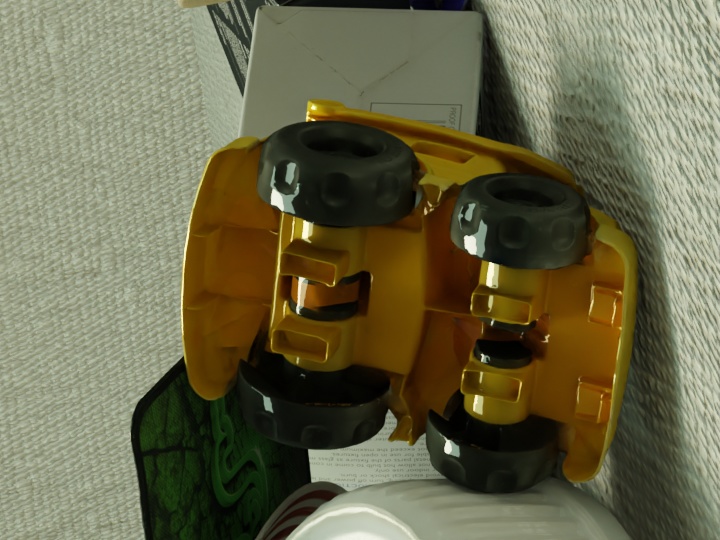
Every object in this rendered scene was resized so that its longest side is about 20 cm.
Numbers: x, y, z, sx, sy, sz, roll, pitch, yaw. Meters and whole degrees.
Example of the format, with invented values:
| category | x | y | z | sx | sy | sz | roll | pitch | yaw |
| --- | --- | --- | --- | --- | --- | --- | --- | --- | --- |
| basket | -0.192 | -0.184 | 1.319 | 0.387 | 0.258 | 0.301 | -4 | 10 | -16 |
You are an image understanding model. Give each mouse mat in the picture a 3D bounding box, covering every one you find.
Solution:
| category | x | y | z | sx | sy | sz | roll | pitch | yaw |
| --- | --- | --- | --- | --- | --- | --- | --- | --- | --- |
| mouse mat | -0.059 | 0.118 | 1.386 | 0.161 | 0.007 | 0.201 | -46 | -43 | -54 |

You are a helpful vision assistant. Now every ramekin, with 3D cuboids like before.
| category | x | y | z | sx | sy | sz | roll | pitch | yaw |
| --- | --- | --- | --- | --- | --- | --- | --- | --- | --- |
| ramekin | 0.031 | 0.184 | 1.300 | 0.200 | 0.105 | 0.202 | -15 | 70 | 49 |

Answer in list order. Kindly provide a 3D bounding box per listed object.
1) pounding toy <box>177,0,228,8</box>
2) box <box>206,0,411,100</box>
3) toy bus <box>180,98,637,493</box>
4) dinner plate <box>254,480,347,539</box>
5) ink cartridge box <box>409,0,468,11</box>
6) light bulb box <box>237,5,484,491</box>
| category | x | y | z | sx | sy | sz | roll | pitch | yaw |
| --- | --- | --- | --- | --- | --- | --- | --- | --- | --- |
| pounding toy | -0.049 | -0.234 | 1.435 | 0.184 | 0.199 | 0.143 | 101 | 156 | -74 |
| box | -0.026 | -0.136 | 1.668 | 0.141 | 0.079 | 0.200 | 53 | 169 | 39 |
| toy bus | 0.042 | -0.004 | 1.341 | 0.192 | 0.199 | 0.137 | -43 | -36 | -62 |
| dinner plate | -0.040 | 0.199 | 1.410 | 0.200 | 0.024 | 0.202 | 9 | -90 | -69 |
| ink cartridge box | 0.012 | -0.221 | 1.639 | 0.198 | 0.043 | 0.201 | 111 | 145 | -78 |
| light bulb box | 0.000 | 0.000 | 1.552 | 0.201 | 0.124 | 0.199 | 86 | -171 | -52 |
